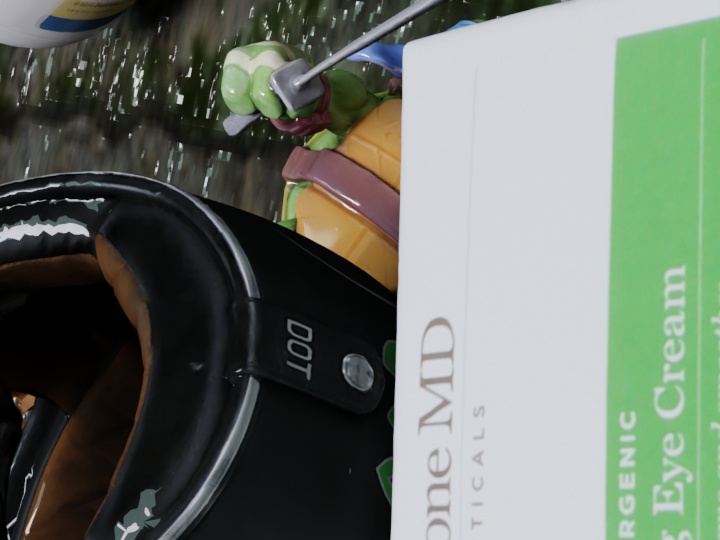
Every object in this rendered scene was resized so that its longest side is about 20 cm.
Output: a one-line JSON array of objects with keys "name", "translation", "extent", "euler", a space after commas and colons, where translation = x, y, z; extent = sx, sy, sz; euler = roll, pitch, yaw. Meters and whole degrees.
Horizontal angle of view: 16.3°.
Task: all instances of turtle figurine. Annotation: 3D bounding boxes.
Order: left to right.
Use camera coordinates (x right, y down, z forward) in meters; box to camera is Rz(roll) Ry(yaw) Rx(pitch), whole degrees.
[{"name": "turtle figurine", "translation": [0.000, 0.000, 0.829], "extent": [0.194, 0.144, 0.200], "euler": [-53, 40, 0]}]

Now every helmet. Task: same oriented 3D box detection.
[{"name": "helmet", "translation": [-0.055, 0.080, 0.728], "extent": [0.199, 0.191, 0.201], "euler": [-15, 54, 21]}]

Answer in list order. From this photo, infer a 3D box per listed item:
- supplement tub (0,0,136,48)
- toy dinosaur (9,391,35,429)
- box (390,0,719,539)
[{"name": "supplement tub", "translation": [-0.098, -0.197, 0.998], "extent": [0.200, 0.144, 0.146], "euler": [-36, 57, 37]}, {"name": "toy dinosaur", "translation": [-0.078, 0.062, 0.918], "extent": [0.102, 0.136, 0.201], "euler": [-11, 105, 35]}, {"name": "box", "translation": [0.132, 0.036, 0.654], "extent": [0.171, 0.199, 0.201], "euler": [-8, 77, 48]}]
